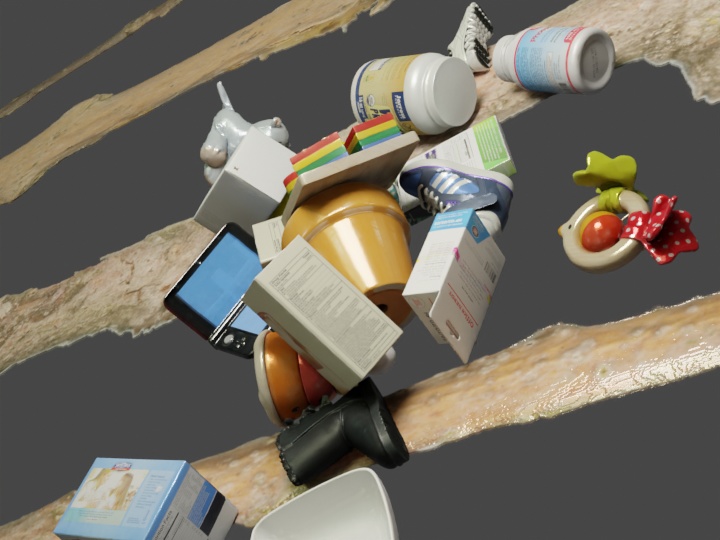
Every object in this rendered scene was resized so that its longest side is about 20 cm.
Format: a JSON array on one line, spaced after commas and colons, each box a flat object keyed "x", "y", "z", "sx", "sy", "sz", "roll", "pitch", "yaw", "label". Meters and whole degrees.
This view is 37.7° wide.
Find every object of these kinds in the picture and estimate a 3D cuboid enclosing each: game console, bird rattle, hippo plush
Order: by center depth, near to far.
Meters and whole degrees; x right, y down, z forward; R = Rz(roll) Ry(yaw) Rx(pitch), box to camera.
[{"x": 0.359, "y": -0.059, "z": 1.448, "sx": 0.163, "sy": 0.113, "sz": 0.200, "roll": -42, "pitch": 45, "yaw": 14, "label": "bird rattle"}, {"x": -0.203, "y": 0.030, "z": 1.798, "sx": 0.172, "sy": 0.119, "sz": 0.200, "roll": 11, "pitch": 57, "yaw": 48, "label": "game console"}, {"x": -0.226, "y": -0.255, "z": 2.173, "sx": 0.161, "sy": 0.159, "sz": 0.200, "roll": 7, "pitch": 63, "yaw": 8, "label": "hippo plush"}]

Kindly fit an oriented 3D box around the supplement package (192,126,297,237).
[{"x": -0.208, "y": -0.148, "z": 1.943, "sx": 0.200, "sy": 0.117, "sz": 0.117, "roll": -45, "pitch": 15, "yaw": 55, "label": "supplement package"}]

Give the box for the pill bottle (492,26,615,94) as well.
[{"x": 0.323, "y": -0.357, "z": 1.787, "sx": 0.200, "sy": 0.109, "sz": 0.109, "roll": 16, "pitch": 60, "yaw": 50, "label": "pill bottle"}]

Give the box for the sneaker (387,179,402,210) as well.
[{"x": 0.024, "y": -0.162, "z": 1.854, "sx": 0.077, "sy": 0.080, "sz": 0.200, "roll": -33, "pitch": 34, "yaw": 6, "label": "sneaker"}]

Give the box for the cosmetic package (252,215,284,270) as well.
[{"x": -0.072, "y": -0.051, "z": 1.762, "sx": 0.200, "sy": 0.071, "sz": 0.105, "roll": -17, "pitch": 43, "yaw": 0, "label": "cosmetic package"}]

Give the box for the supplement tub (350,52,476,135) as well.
[{"x": 0.096, "y": -0.318, "z": 1.914, "sx": 0.200, "sy": 0.144, "sz": 0.144, "roll": 4, "pitch": 51, "yaw": 45, "label": "supplement tub"}]

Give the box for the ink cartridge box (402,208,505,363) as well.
[{"x": 0.130, "y": 0.024, "z": 1.505, "sx": 0.068, "sy": 0.115, "sz": 0.200, "roll": -7, "pitch": 44, "yaw": 38, "label": "ink cartridge box"}]

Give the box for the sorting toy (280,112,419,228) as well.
[{"x": -0.031, "y": -0.160, "z": 1.651, "sx": 0.199, "sy": 0.070, "sz": 0.200, "roll": -23, "pitch": -11, "yaw": -18, "label": "sorting toy"}]

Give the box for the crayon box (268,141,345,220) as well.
[{"x": -0.076, "y": -0.152, "z": 1.958, "sx": 0.127, "sy": 0.051, "sz": 0.200, "roll": -4, "pitch": 46, "yaw": 40, "label": "crayon box"}]

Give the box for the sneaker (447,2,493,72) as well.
[{"x": 0.206, "y": -0.445, "z": 2.037, "sx": 0.081, "sy": 0.075, "sz": 0.200, "roll": -25, "pitch": 34, "yaw": 33, "label": "sneaker"}]

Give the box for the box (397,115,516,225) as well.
[{"x": 0.158, "y": -0.169, "z": 1.783, "sx": 0.200, "sy": 0.036, "sz": 0.144, "roll": -28, "pitch": 35, "yaw": 17, "label": "box"}]

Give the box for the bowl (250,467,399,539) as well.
[{"x": -0.034, "y": 0.360, "z": 1.295, "sx": 0.200, "sy": 0.075, "sz": 0.200, "roll": -30, "pitch": 35, "yaw": 12, "label": "bowl"}]

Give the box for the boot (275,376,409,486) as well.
[{"x": -0.030, "y": 0.238, "z": 1.437, "sx": 0.162, "sy": 0.073, "sz": 0.198, "roll": -33, "pitch": 27, "yaw": 3, "label": "boot"}]

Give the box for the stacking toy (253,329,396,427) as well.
[{"x": -0.047, "y": 0.141, "z": 1.542, "sx": 0.200, "sy": 0.146, "sz": 0.146, "roll": -12, "pitch": 39, "yaw": 8, "label": "stacking toy"}]

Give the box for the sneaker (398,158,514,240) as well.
[{"x": 0.132, "y": -0.093, "z": 1.647, "sx": 0.200, "sy": 0.081, "sz": 0.147, "roll": 10, "pitch": 55, "yaw": 24, "label": "sneaker"}]

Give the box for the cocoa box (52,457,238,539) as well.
[{"x": -0.304, "y": 0.355, "z": 1.494, "sx": 0.200, "sy": 0.131, "sz": 0.133, "roll": -6, "pitch": 45, "yaw": 37, "label": "cocoa box"}]

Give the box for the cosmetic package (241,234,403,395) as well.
[{"x": -0.054, "y": 0.063, "z": 1.460, "sx": 0.103, "sy": 0.200, "sz": 0.087, "roll": -45, "pitch": -1, "yaw": -30, "label": "cosmetic package"}]

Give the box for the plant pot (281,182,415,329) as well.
[{"x": 0.000, "y": 0.000, "z": 1.604, "sx": 0.200, "sy": 0.200, "sz": 0.183, "roll": -32, "pitch": 49, "yaw": 8, "label": "plant pot"}]
